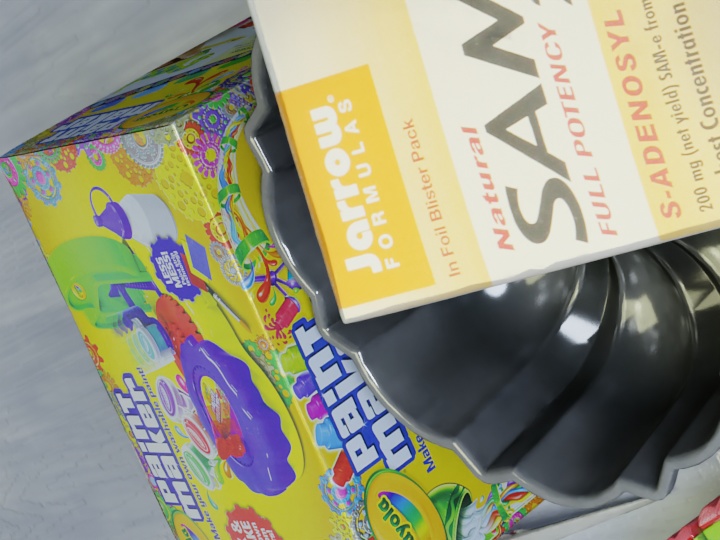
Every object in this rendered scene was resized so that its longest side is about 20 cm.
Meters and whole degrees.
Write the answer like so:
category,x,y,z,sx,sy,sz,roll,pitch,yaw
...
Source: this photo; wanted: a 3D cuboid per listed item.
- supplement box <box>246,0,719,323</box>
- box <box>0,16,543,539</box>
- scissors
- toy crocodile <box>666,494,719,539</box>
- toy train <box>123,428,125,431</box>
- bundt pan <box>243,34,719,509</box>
category,x,y,z,sx,sy,sz,roll,pitch,yaw
supplement box,0.077,-0.072,0.583,0.200,0.074,0.126,-16,93,25
box,0.000,0.000,0.881,0.122,0.193,0.200,-5,113,51
scissors,0.059,0.126,1.031,0.073,0.014,0.200,22,148,-18
toy crocodile,0.159,0.105,0.891,0.062,0.067,0.200,54,142,10
toy train,-0.049,0.102,1.146,0.200,0.042,0.056,29,146,31
bundt pan,0.060,-0.029,0.726,0.202,0.076,0.202,27,136,31
